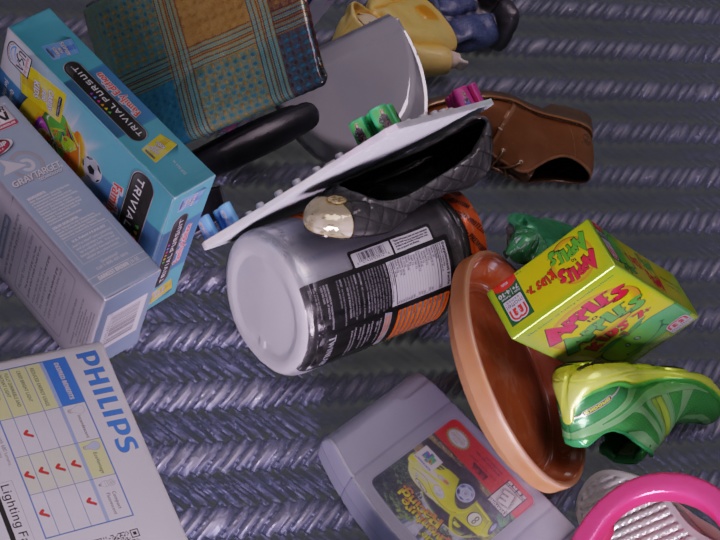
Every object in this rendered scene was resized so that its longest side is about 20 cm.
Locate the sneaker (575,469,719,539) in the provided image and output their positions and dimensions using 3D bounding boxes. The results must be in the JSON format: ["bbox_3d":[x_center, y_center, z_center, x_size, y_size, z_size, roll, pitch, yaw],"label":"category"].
[{"bbox_3d":[0.265,0.235,1.378,0.199,0.105,0.076,29,85,37],"label":"sneaker"}]

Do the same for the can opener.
[{"bbox_3d":[-0.120,-0.094,1.484,0.199,0.063,0.079,-35,115,-31],"label":"can opener"}]

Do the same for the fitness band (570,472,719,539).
[{"bbox_3d":[0.216,0.246,1.298,0.143,0.037,0.201,14,65,32],"label":"fitness band"}]

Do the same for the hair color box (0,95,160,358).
[{"bbox_3d":[-0.248,-0.029,1.352,0.060,0.099,0.200,-31,69,-37],"label":"hair color box"}]

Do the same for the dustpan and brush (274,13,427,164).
[{"bbox_3d":[0.015,-0.116,1.551,0.139,0.057,0.201,-26,62,-2],"label":"dustpan and brush"}]

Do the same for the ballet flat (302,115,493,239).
[{"bbox_3d":[0.029,-0.074,1.369,0.066,0.057,0.199,33,43,32],"label":"ballet flat"}]

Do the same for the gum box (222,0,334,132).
[{"bbox_3d":[-0.106,-0.210,1.483,0.066,0.200,0.113,45,17,18],"label":"gum box"}]

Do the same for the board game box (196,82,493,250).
[{"bbox_3d":[-0.012,-0.087,1.393,0.026,0.199,0.200,62,29,3],"label":"board game box"}]

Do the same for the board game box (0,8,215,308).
[{"bbox_3d":[-0.213,-0.085,1.377,0.200,0.151,0.047,45,51,16],"label":"board game box"}]

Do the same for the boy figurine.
[{"bbox_3d":[0.052,-0.241,1.673,0.199,0.065,0.125,-11,60,-33],"label":"boy figurine"}]

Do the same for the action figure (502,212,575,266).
[{"bbox_3d":[0.160,-0.011,1.465,0.118,0.055,0.200,46,9,21],"label":"action figure"}]

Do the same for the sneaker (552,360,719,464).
[{"bbox_3d":[0.228,0.119,1.446,0.199,0.074,0.085,6,87,-42],"label":"sneaker"}]

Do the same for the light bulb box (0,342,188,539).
[{"bbox_3d":[-0.243,0.177,1.171,0.198,0.125,0.199,-11,57,-30],"label":"light bulb box"}]

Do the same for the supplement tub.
[{"bbox_3d":[0.000,0.000,1.416,0.199,0.123,0.123,-20,62,-34],"label":"supplement tub"}]

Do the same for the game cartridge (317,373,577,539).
[{"bbox_3d":[0.067,0.183,1.355,0.200,0.041,0.133,45,54,15],"label":"game cartridge"}]

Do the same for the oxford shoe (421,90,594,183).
[{"bbox_3d":[0.131,-0.118,1.604,0.198,0.071,0.072,5,60,-18],"label":"oxford shoe"}]

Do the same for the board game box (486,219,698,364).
[{"bbox_3d":[0.194,0.029,1.419,0.200,0.101,0.048,24,34,-58],"label":"board game box"}]

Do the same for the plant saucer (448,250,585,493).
[{"bbox_3d":[0.123,0.083,1.393,0.200,0.032,0.202,48,29,-38],"label":"plant saucer"}]

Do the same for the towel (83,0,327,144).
[{"bbox_3d":[-0.128,-0.184,1.414,0.022,0.198,0.148,12,62,-64],"label":"towel"}]
